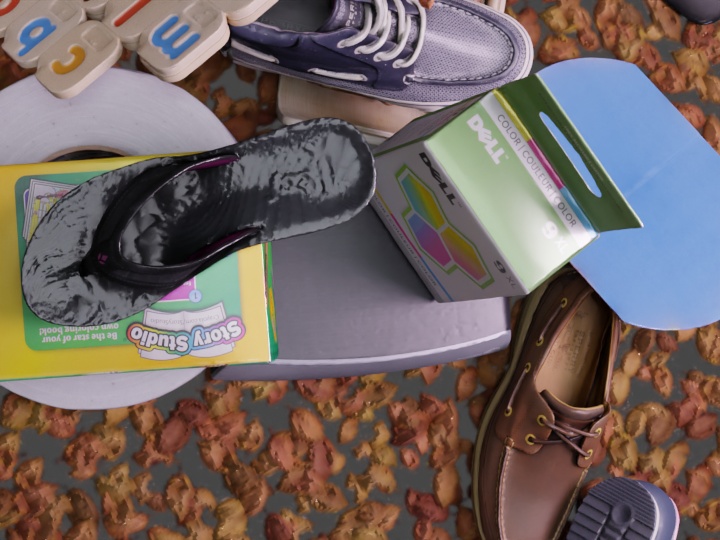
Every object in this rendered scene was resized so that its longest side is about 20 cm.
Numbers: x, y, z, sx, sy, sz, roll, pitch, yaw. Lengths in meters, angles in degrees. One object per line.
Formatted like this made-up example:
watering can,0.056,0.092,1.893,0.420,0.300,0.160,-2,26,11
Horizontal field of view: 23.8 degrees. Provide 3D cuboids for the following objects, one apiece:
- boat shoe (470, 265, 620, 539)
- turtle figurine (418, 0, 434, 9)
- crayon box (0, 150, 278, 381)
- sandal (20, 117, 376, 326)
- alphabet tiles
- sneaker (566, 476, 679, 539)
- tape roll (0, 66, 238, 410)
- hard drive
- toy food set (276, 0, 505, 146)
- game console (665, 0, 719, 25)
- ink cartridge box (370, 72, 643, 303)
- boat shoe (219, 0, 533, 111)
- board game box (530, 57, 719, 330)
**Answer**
boat shoe,0.123,0.094,1.102,0.072,0.068,0.201,16,86,-14
turtle figurine,-0.003,-0.256,0.969,0.064,0.162,0.201,-12,54,-19
crayon box,-0.148,-0.002,0.948,0.199,0.058,0.120,-4,91,-1
sandal,-0.088,-0.031,0.896,0.200,0.048,0.076,-23,91,-3
alphabet tiles,-0.126,-0.183,0.993,0.195,0.200,0.015,-41,141,-10
sneaker,0.147,0.228,1.111,0.070,0.082,0.201,38,101,31
tape roll,-0.155,-0.019,1.010,0.199,0.066,0.202,0,91,-1
hard drive,0.000,0.000,1.084,0.199,0.042,0.136,-5,91,-15
toy food set,0.032,-0.175,1.085,0.143,0.060,0.201,10,87,-15
game console,0.217,-0.303,1.157,0.200,0.116,0.176,37,51,-12
ink cartridge box,0.070,-0.042,0.978,0.059,0.200,0.104,-37,98,-16
boat shoe,0.009,-0.140,1.014,0.199,0.093,0.075,5,88,-3
board game box,0.170,-0.043,1.117,0.158,0.039,0.200,-37,81,-33
